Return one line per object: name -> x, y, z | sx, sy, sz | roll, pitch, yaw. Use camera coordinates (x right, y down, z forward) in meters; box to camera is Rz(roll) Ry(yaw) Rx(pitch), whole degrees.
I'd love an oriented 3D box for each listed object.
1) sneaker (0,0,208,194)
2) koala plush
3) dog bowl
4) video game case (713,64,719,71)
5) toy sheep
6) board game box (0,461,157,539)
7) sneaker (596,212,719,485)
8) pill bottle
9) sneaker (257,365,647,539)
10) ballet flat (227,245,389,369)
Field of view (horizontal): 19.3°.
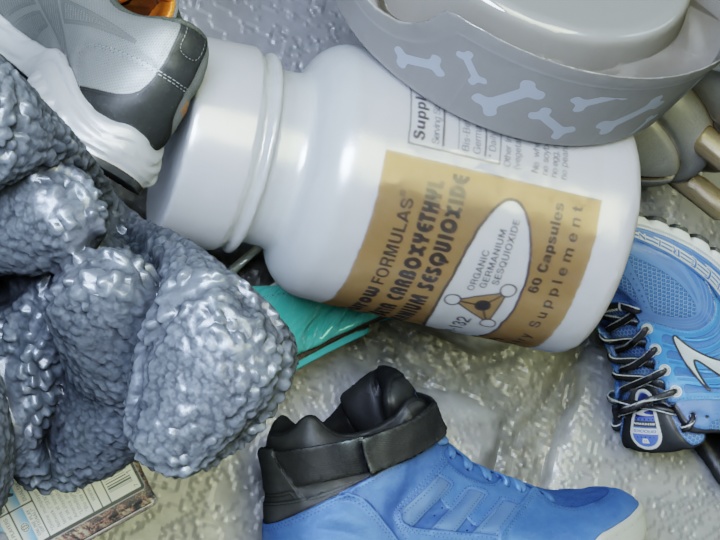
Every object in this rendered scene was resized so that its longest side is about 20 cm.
sneaker -> -0.117, -0.106, 0.922 | 0.074, 0.200, 0.079 | 33, 99, -38
koala plush -> -0.149, 0.049, 0.781 | 0.177, 0.184, 0.200 | 42, 83, -2
dog bowl -> 0.074, -0.137, 0.936 | 0.199, 0.059, 0.201 | 14, 45, -15
video game case -> 0.167, -0.189, 1.053 | 0.181, 0.023, 0.201 | 12, 61, -3
toy sheep -> 0.165, -0.105, 1.094 | 0.138, 0.138, 0.200 | 44, 67, -11
board game box -> -0.214, 0.074, 0.867 | 0.200, 0.097, 0.160 | -27, 90, -30
sneaker -> 0.158, 0.044, 1.073 | 0.200, 0.078, 0.089 | 42, 68, -24
pill bottle -> 0.012, -0.037, 0.939 | 0.199, 0.114, 0.115 | 13, 72, -15
sneaker -> 0.045, 0.097, 1.008 | 0.199, 0.077, 0.112 | -8, 91, -22
ballet flat -> 0.000, 0.000, 1.012 | 0.199, 0.067, 0.071 | -20, 97, -29
